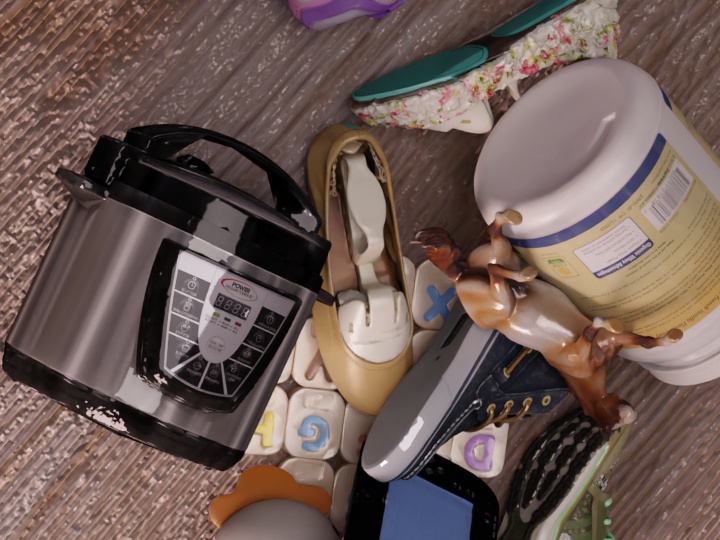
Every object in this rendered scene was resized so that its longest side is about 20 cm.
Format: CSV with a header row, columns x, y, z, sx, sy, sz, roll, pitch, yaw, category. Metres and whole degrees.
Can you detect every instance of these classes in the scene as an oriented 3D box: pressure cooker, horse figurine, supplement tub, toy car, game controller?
x,y,z,sx,sy,sz,roll,pitch,yaw,category
-0.119,0.008,1.621,0.179,0.176,0.200,25,88,15,pressure cooker
0.116,0.026,1.639,0.200,0.133,0.050,34,68,-6,horse figurine
0.185,-0.029,1.692,0.144,0.144,0.200,-48,121,-6,supplement tub
-0.031,0.221,1.684,0.177,0.184,0.200,-5,72,-14,toy car
0.040,0.172,1.654,0.104,0.200,0.042,20,116,-3,game controller

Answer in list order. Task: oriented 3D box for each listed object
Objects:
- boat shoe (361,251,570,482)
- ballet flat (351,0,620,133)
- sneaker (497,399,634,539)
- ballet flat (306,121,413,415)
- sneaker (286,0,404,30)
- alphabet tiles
x,y,z,sx,sy,sz,roll,pitch,yaw,category
0.084,0.083,1.696,0.091,0.071,0.200,44,58,-14,boat shoe
0.092,-0.131,1.715,0.200,0.076,0.064,-26,108,-8,ballet flat
0.147,0.183,1.765,0.089,0.077,0.200,26,94,-28,sneaker
0.000,0.000,1.697,0.069,0.063,0.200,-11,92,-17,ballet flat
0.025,-0.215,1.692,0.200,0.088,0.080,-23,57,-29,sneaker
0.009,0.085,1.742,0.200,0.015,0.196,7,93,-15,alphabet tiles
